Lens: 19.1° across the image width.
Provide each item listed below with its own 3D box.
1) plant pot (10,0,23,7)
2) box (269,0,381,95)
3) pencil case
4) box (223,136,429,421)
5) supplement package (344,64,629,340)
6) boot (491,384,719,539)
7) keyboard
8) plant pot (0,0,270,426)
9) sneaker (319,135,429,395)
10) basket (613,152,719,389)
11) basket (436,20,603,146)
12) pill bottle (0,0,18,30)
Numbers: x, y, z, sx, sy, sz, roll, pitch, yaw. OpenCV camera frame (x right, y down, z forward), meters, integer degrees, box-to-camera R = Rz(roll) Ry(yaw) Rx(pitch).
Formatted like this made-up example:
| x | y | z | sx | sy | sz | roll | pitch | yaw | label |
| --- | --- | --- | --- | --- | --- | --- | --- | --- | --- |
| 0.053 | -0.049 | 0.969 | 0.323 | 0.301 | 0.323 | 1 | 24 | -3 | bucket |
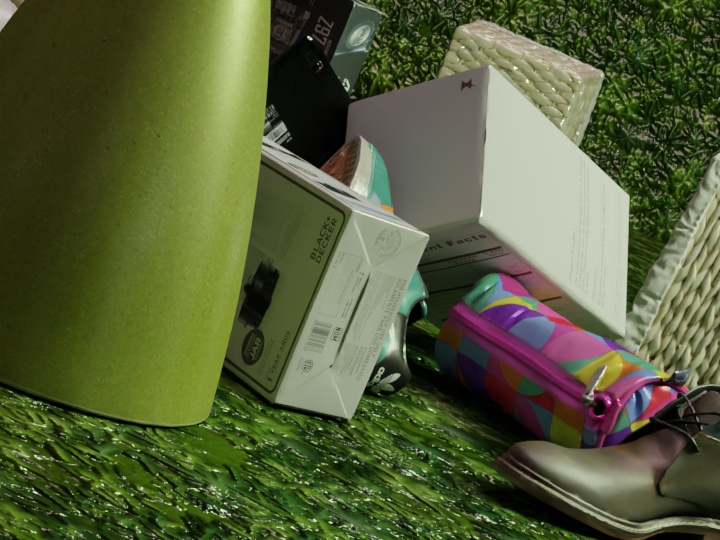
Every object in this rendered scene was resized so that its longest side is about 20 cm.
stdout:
| x | y | z | sx | sy | sz | roll | pitch | yaw | label |
| --- | --- | --- | --- | --- | --- | --- | --- | --- | --- |
| -0.339 | -0.214 | 1.813 | 0.199 | 0.093 | 0.201 | 22 | 8 | -3 | plant pot |
| -0.090 | -0.134 | 1.608 | 0.160 | 0.201 | 0.043 | 27 | 10 | 30 | box |
| 0.125 | 0.069 | 1.325 | 0.088 | 0.089 | 0.200 | 17 | 8 | -34 | pencil case |
| -0.060 | -0.011 | 1.207 | 0.060 | 0.117 | 0.200 | 16 | 10 | -41 | box |
| 0.087 | -0.033 | 1.457 | 0.117 | 0.118 | 0.200 | -12 | -31 | 32 | supplement package |
| 0.163 | 0.098 | 1.191 | 0.199 | 0.098 | 0.075 | 18 | 10 | -37 | boot |
| -0.076 | -0.092 | 1.381 | 0.105 | 0.039 | 0.200 | 60 | 36 | -12 | keyboard |
| -0.121 | -0.056 | 1.027 | 0.186 | 0.201 | 0.187 | 23 | 8 | -3 | plant pot |
| 0.000 | 0.000 | 1.324 | 0.080 | 0.071 | 0.201 | 37 | 34 | -24 | sneaker |
| 0.353 | 0.027 | 1.854 | 0.160 | 0.201 | 0.198 | 33 | 12 | 25 | basket |
| 0.189 | -0.208 | 2.819 | 0.199 | 0.200 | 0.161 | 24 | 10 | 13 | basket |
| -0.221 | -0.156 | 1.721 | 0.199 | 0.105 | 0.104 | 20 | 9 | -28 | pill bottle |
